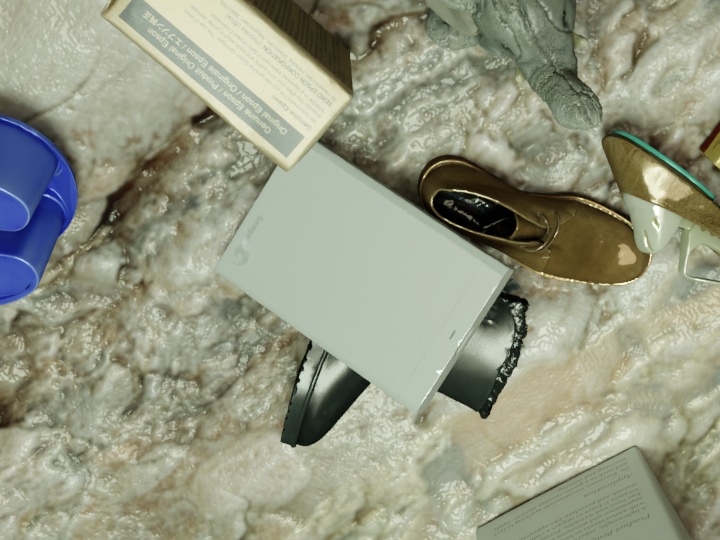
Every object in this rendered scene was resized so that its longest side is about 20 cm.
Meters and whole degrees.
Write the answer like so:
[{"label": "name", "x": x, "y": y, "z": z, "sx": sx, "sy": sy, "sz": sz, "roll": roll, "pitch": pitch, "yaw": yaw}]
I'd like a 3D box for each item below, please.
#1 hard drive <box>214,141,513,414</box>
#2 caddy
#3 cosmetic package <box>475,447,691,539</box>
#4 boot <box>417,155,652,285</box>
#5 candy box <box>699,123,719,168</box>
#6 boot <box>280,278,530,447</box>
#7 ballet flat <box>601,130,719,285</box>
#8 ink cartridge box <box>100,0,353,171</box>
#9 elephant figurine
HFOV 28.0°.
[{"label": "hard drive", "x": 0.000, "y": 0.000, "z": 1.117, "sx": 0.200, "sy": 0.026, "sz": 0.132, "roll": 34, "pitch": 98, "yaw": 16}, {"label": "caddy", "x": -0.322, "y": -0.054, "z": 1.118, "sx": 0.200, "sy": 0.105, "sz": 0.142, "roll": 3, "pitch": 132, "yaw": -1}, {"label": "cosmetic package", "x": 0.209, "y": 0.283, "z": 1.179, "sx": 0.165, "sy": 0.200, "sz": 0.165, "roll": -29, "pitch": 106, "yaw": 9}, {"label": "boot", "x": 0.140, "y": -0.028, "z": 1.143, "sx": 0.200, "sy": 0.075, "sz": 0.074, "roll": 19, "pitch": 105, "yaw": -8}, {"label": "candy box", "x": 0.384, "y": -0.083, "z": 1.137, "sx": 0.200, "sy": 0.056, "sz": 0.117, "roll": 33, "pitch": 105, "yaw": -9}, {"label": "boot", "x": 0.037, "y": 0.076, "z": 1.176, "sx": 0.162, "sy": 0.073, "sz": 0.199, "roll": 20, "pitch": 100, "yaw": -3}, {"label": "ballet flat", "x": 0.263, "y": -0.032, "z": 1.145, "sx": 0.200, "sy": 0.068, "sz": 0.072, "roll": 30, "pitch": 88, "yaw": -15}, {"label": "ink cartridge box", "x": -0.088, "y": -0.168, "z": 1.029, "sx": 0.165, "sy": 0.200, "sz": 0.075, "roll": 39, "pitch": 103, "yaw": -11}, {"label": "elephant figurine", "x": 0.108, "y": -0.202, "z": 1.019, "sx": 0.155, "sy": 0.200, "sz": 0.142, "roll": 20, "pitch": 107, "yaw": -7}]
